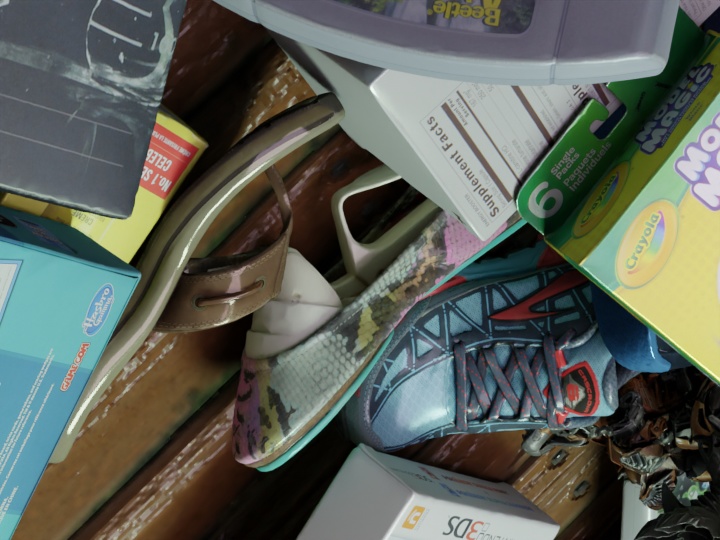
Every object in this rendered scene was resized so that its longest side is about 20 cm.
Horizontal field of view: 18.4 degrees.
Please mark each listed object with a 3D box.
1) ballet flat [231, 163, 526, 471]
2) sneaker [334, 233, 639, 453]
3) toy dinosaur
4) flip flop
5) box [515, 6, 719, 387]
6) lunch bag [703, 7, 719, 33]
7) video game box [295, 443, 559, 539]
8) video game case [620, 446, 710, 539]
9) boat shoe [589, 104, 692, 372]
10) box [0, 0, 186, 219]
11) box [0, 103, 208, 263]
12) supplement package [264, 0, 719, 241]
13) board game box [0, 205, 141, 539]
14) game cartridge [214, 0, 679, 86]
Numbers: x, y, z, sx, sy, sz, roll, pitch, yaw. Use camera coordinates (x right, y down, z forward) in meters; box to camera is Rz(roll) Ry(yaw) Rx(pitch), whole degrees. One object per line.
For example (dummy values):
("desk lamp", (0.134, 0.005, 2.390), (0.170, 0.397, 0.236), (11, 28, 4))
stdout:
("ballet flat", (0.000, 0.000, 1.012), (0.200, 0.069, 0.071), (-44, 114, -13))
("sneaker", (0.081, 0.037, 1.062), (0.199, 0.095, 0.080), (-25, 126, -22))
("toy dinosaur", (0.175, 0.081, 1.093), (0.102, 0.199, 0.137), (35, 51, -42))
("flip flop", (-0.068, 0.007, 0.940), (0.057, 0.081, 0.200), (37, 95, -3))
("box", (0.170, -0.012, 0.952), (0.200, 0.048, 0.118), (37, 93, -22))
("lunch bag", (0.259, -0.086, 1.097), (0.135, 0.132, 0.201), (-22, 127, -24))
("video game box", (-0.001, 0.188, 1.090), (0.201, 0.047, 0.182), (-58, 149, 6))
("video game case", (0.207, 0.178, 1.248), (0.181, 0.023, 0.202), (-19, 119, -41))
("boat shoe", (0.137, -0.055, 1.038), (0.068, 0.084, 0.202), (-6, 95, -24))
("box", (-0.160, -0.138, 0.741), (0.199, 0.124, 0.198), (14, 89, -40))
("box", (-0.150, 0.008, 0.908), (0.075, 0.050, 0.201), (32, 94, -42))
("supplement package", (0.069, -0.134, 0.944), (0.200, 0.114, 0.110), (-45, 134, -6))
("board game box", (-0.188, 0.040, 0.803), (0.199, 0.047, 0.152), (18, 101, -54))
("game cartridge", (0.030, -0.143, 0.855), (0.041, 0.198, 0.134), (58, 44, -82))
